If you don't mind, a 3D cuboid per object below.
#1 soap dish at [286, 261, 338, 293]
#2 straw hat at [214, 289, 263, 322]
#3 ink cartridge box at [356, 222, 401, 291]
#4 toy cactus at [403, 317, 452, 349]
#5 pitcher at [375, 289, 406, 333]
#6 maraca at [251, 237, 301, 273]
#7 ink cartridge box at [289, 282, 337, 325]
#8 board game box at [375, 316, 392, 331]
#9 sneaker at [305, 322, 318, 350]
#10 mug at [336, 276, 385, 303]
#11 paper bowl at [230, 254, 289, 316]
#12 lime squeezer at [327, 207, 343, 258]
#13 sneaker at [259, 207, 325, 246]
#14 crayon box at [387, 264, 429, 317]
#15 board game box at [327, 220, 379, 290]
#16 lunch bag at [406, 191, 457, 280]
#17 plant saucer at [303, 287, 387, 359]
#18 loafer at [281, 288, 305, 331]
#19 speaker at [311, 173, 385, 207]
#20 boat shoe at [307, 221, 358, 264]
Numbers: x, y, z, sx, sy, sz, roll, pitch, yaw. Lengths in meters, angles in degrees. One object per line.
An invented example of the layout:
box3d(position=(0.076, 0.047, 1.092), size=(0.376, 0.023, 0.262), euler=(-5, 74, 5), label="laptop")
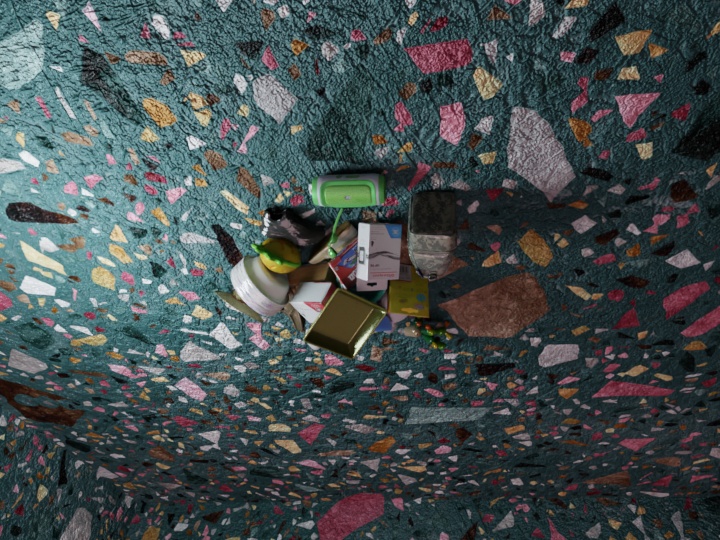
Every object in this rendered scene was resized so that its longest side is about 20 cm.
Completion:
box3d(position=(-0.146, 0.068, 1.764), size=(0.155, 0.082, 0.201), euler=(-8, 134, 15), label="soap dish")
box3d(position=(-0.391, 0.088, 1.806), size=(0.200, 0.201, 0.086), euler=(34, 88, -27), label="straw hat")
box3d(position=(0.054, -0.036, 1.536), size=(0.114, 0.066, 0.204), euler=(-2, 99, -30), label="ink cartridge box")
box3d(position=(0.228, 0.205, 1.878), size=(0.163, 0.103, 0.200), euler=(-7, 141, 41), label="toy cactus")
box3d(position=(0.080, 0.113, 1.773), size=(0.170, 0.122, 0.201), euler=(27, 146, -2), label="pitcher")
box3d(position=(-0.251, -0.048, 1.596), size=(0.136, 0.200, 0.108), euler=(28, 98, 15), label="maraca")
box3d(position=(-0.105, 0.129, 1.673), size=(0.145, 0.084, 0.200), euler=(-1, 140, 41), label="ink cartridge box")
box3d(position=(0.015, 0.144, 1.747), size=(0.198, 0.039, 0.158), euler=(-10, 136, 41), label="board game box")
box3d(position=(-0.171, 0.246, 1.954), size=(0.074, 0.088, 0.202), euler=(4, 138, -1), label="sneaker")
box3d(position=(0.006, 0.009, 1.653), size=(0.151, 0.114, 0.187), euler=(26, 93, -18), label="mug")
box3d(position=(-0.303, 0.036, 1.666), size=(0.104, 0.202, 0.200), euler=(-41, 122, 14), label="paper bowl")
box3d(position=(-0.065, -0.078, 1.542), size=(0.070, 0.038, 0.203), euler=(-7, 107, 17), label="lime squeezer")
box3d(position=(-0.201, -0.134, 1.569), size=(0.197, 0.077, 0.092), euler=(9, 129, -7), label="sneaker")
box3d(position=(0.147, 0.072, 1.646), size=(0.125, 0.202, 0.051), euler=(8, 137, -3), label="crayon box")
box3d(position=(0.004, -0.045, 1.556), size=(0.019, 0.200, 0.104), euler=(17, 145, 57), label="board game box")
box3d(position=(0.199, -0.096, 1.466), size=(0.137, 0.202, 0.169), euler=(-1, 136, 8), label="lunch bag")
box3d(position=(-0.049, 0.152, 1.584), size=(0.198, 0.048, 0.201), euler=(26, 107, -33), label="plant saucer")
box3d(position=(-0.239, 0.131, 1.853), size=(0.066, 0.077, 0.202), euler=(-3, 126, 11), label="loafer")
box3d(position=(-0.031, -0.220, 1.445), size=(0.197, 0.089, 0.089), euler=(-1, 137, 7), label="speaker")
box3d(position=(-0.081, -0.069, 1.618), size=(0.069, 0.074, 0.199), euler=(38, 128, -23), label="boat shoe")
